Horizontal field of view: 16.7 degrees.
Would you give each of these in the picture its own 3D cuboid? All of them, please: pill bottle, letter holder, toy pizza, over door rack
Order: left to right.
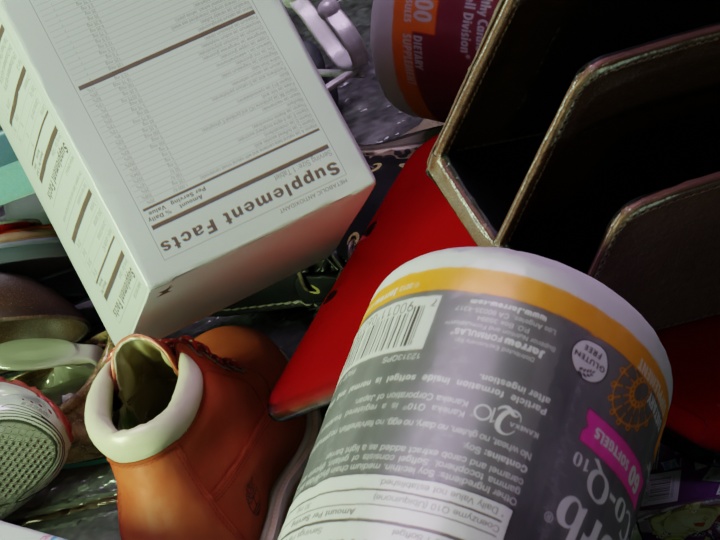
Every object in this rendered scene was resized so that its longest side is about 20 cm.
[{"bbox_3d":[-0.206,0.005,1.205,0.199,0.032,0.200,-14,-9,-2],"label":"toy pizza"},{"bbox_3d":[-0.078,-0.077,1.240,0.147,0.067,0.200,-33,0,-8],"label":"over door rack"},{"bbox_3d":[0.029,0.101,0.827,0.116,0.117,0.201,-3,51,33],"label":"pill bottle"},{"bbox_3d":[0.115,-0.110,1.125,0.199,0.115,0.114,13,39,27],"label":"pill bottle"},{"bbox_3d":[0.149,-0.068,0.918,0.199,0.143,0.101,-13,54,-31],"label":"letter holder"}]

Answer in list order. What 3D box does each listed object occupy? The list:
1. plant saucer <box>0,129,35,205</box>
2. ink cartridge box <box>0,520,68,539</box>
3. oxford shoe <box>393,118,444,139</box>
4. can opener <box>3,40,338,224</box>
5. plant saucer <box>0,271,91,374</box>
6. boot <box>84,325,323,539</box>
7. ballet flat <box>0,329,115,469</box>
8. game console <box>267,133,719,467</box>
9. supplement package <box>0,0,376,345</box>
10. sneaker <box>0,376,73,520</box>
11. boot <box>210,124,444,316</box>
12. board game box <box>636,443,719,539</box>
[{"bbox_3d":[-0.181,-0.047,1.171,0.199,0.019,0.070,-16,25,37],"label":"plant saucer"},{"bbox_3d":[-0.143,0.171,0.895,0.199,0.088,0.145,5,37,45],"label":"ink cartridge box"},{"bbox_3d":[0.061,-0.085,1.248,0.199,0.075,0.070,-25,27,-8],"label":"oxford shoe"},{"bbox_3d":[-0.109,-0.069,1.391,0.199,0.053,0.067,-16,58,8],"label":"can opener"},{"bbox_3d":[-0.228,0.036,1.156,0.199,0.032,0.200,-14,-9,-2],"label":"plant saucer"},{"bbox_3d":[-0.068,0.058,1.037,0.075,0.108,0.200,-19,24,11],"label":"boot"},{"bbox_3d":[-0.185,0.069,1.144,0.199,0.066,0.071,-18,28,8],"label":"ballet flat"},{"bbox_3d":[0.084,0.006,1.011,0.172,0.119,0.200,28,44,1],"label":"game console"},{"bbox_3d":[-0.095,-0.084,1.046,0.113,0.201,0.110,-25,-10,-17],"label":"supplement package"},{"bbox_3d":[-0.212,0.121,1.072,0.199,0.078,0.082,-32,34,-5],"label":"sneaker"},{"bbox_3d":[0.000,0.000,1.141,0.199,0.074,0.151,-13,26,4],"label":"boot"},{"bbox_3d":[0.177,0.037,0.983,0.119,0.032,0.200,-15,27,21],"label":"board game box"}]
